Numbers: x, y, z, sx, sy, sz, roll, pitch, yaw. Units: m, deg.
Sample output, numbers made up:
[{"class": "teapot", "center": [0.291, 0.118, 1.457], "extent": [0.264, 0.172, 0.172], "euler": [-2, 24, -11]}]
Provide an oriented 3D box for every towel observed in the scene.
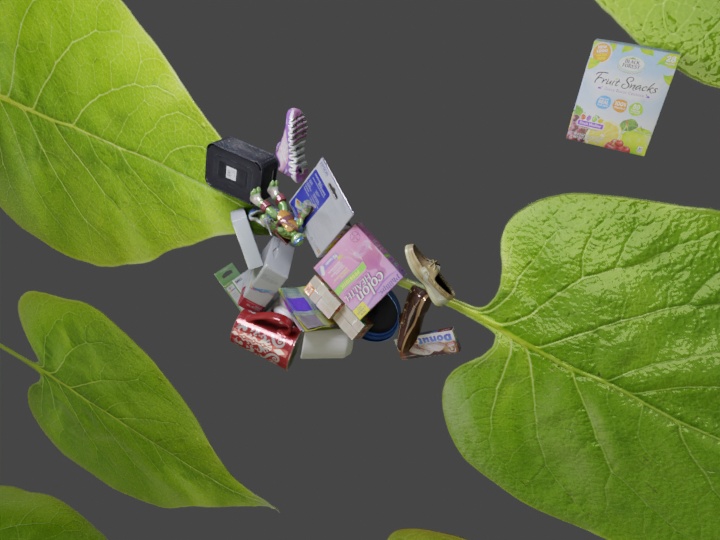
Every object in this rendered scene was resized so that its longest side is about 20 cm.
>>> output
[{"class": "towel", "center": [-0.147, 0.109, 1.609], "extent": [0.201, 0.141, 0.023], "euler": [53, 133, 40]}]

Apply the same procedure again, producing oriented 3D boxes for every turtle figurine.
[{"class": "turtle figurine", "center": [-0.215, -0.175, 1.524], "extent": [0.143, 0.200, 0.195], "euler": [-41, 72, -1]}]

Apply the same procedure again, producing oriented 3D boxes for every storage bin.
[{"class": "storage bin", "center": [-0.356, -0.298, 1.633], "extent": [0.196, 0.094, 0.138], "euler": [24, 123, 14]}]

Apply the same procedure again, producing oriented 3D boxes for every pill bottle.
[{"class": "pill bottle", "center": [-0.241, 0.153, 1.779], "extent": [0.110, 0.111, 0.203], "euler": [29, 124, 11]}]

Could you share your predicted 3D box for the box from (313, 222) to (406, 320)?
[{"class": "box", "center": [0.000, 0.000, 1.549], "extent": [0.176, 0.097, 0.200], "euler": [-43, 88, 13]}]

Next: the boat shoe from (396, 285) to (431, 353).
[{"class": "boat shoe", "center": [0.146, 0.141, 1.595], "extent": [0.070, 0.070, 0.204], "euler": [31, 111, 30]}]

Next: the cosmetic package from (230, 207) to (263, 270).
[{"class": "cosmetic package", "center": [-0.348, -0.101, 1.671], "extent": [0.051, 0.200, 0.154], "euler": [-21, 109, -8]}]

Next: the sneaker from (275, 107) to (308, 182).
[{"class": "sneaker", "center": [-0.200, -0.352, 1.538], "extent": [0.087, 0.080, 0.205], "euler": [19, 122, 27]}]

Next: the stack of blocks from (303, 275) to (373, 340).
[{"class": "stack of blocks", "center": [-0.062, 0.105, 1.580], "extent": [0.059, 0.115, 0.200], "euler": [-47, 74, 13]}]

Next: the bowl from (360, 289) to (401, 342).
[{"class": "bowl", "center": [0.033, 0.120, 1.664], "extent": [0.196, 0.039, 0.205], "euler": [12, 119, 23]}]

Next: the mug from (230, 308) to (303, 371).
[{"class": "mug", "center": [-0.281, 0.186, 1.677], "extent": [0.196, 0.134, 0.181], "euler": [21, 107, 4]}]

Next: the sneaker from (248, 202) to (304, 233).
[{"class": "sneaker", "center": [-0.249, -0.147, 1.659], "extent": [0.196, 0.077, 0.077], "euler": [16, 119, 18]}]

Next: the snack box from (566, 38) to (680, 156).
[{"class": "snack box", "center": [0.544, -0.363, 1.146], "extent": [0.165, 0.068, 0.204], "euler": [18, 119, 20]}]

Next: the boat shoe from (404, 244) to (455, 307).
[{"class": "boat shoe", "center": [0.194, 0.005, 1.510], "extent": [0.066, 0.074, 0.202], "euler": [-26, 110, 30]}]

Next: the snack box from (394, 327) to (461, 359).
[{"class": "snack box", "center": [0.198, 0.219, 1.634], "extent": [0.196, 0.024, 0.073], "euler": [-14, 105, 32]}]

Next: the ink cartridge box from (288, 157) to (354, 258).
[{"class": "ink cartridge box", "center": [-0.103, -0.176, 1.548], "extent": [0.200, 0.046, 0.200], "euler": [-43, 67, 36]}]

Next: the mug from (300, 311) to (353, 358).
[{"class": "mug", "center": [-0.098, 0.191, 1.670], "extent": [0.149, 0.187, 0.153], "euler": [8, 113, -6]}]

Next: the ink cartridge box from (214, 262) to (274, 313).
[{"class": "ink cartridge box", "center": [-0.380, 0.062, 1.812], "extent": [0.059, 0.104, 0.202], "euler": [-32, 96, 34]}]

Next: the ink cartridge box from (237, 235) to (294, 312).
[{"class": "ink cartridge box", "center": [-0.293, 0.017, 1.710], "extent": [0.082, 0.148, 0.200], "euler": [28, 128, -19]}]
